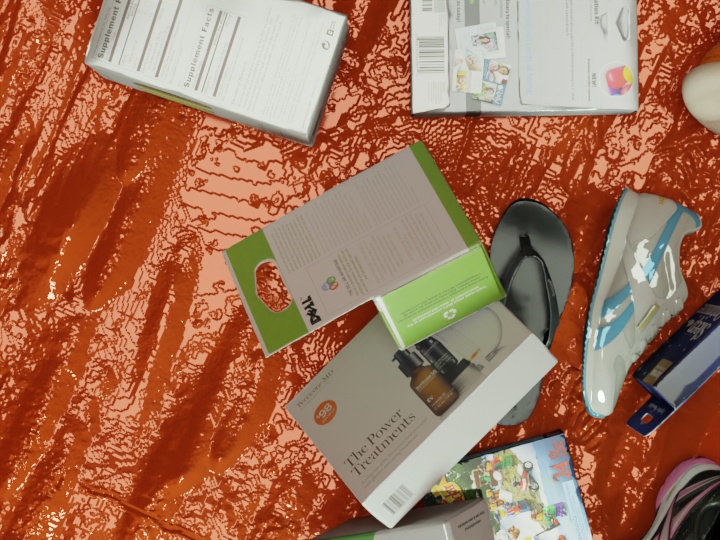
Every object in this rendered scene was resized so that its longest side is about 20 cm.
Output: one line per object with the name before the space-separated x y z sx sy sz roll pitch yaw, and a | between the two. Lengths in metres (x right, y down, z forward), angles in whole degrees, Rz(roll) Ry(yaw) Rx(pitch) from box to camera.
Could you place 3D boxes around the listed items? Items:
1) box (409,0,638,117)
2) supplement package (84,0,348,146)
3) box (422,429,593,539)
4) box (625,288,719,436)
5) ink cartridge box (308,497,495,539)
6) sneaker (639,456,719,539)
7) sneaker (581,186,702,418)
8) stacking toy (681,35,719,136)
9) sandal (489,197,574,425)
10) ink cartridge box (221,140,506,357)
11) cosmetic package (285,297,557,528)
box | 0.142 -0.214 1.588 0.199 0.041 0.157 -1 91 1
supplement package | -0.120 -0.191 1.553 0.199 0.114 0.110 18 90 1
box | 0.139 0.255 1.593 0.136 0.038 0.201 -16 90 0
box | 0.298 0.058 1.549 0.032 0.121 0.200 45 90 -1
ink cartridge box | 0.052 0.309 1.545 0.144 0.084 0.201 -13 91 30
sneaker | 0.272 0.256 1.549 0.080 0.086 0.201 25 84 -22
sneaker | 0.239 0.033 1.571 0.080 0.077 0.201 14 91 5
stacking toy | 0.372 -0.211 1.557 0.145 0.146 0.201 22 75 0
sandal | 0.146 0.037 1.589 0.076 0.043 0.201 7 91 0
ink cartridge box | 0.000 0.000 1.535 0.199 0.148 0.076 -28 135 1
cosmetic package | 0.049 0.097 1.541 0.200 0.151 0.052 -45 130 0
